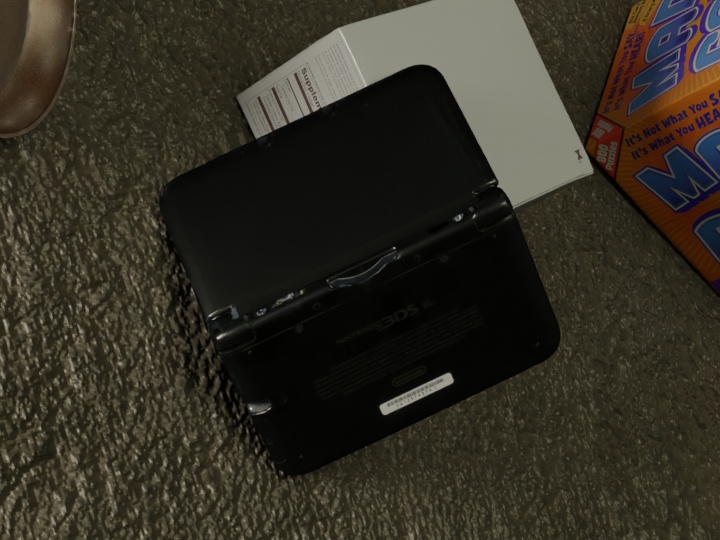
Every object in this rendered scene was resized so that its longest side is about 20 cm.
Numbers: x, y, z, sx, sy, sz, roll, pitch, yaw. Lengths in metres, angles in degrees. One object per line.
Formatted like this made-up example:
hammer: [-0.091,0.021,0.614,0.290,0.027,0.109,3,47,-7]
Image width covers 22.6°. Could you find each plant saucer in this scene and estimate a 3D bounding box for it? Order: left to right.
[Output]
plant saucer: [-0.223,-0.176,1.034,0.200,0.032,0.202,-3,90,-69]

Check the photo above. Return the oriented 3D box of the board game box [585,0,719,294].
board game box: [0.344,-0.138,1.517,0.200,0.199,0.201,43,45,-21]

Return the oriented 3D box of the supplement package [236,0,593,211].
supplement package: [0.042,-0.095,1.256,0.199,0.110,0.157,-24,88,-49]

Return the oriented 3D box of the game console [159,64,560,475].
game console: [0.000,0.000,1.136,0.117,0.199,0.177,-115,180,-62]
